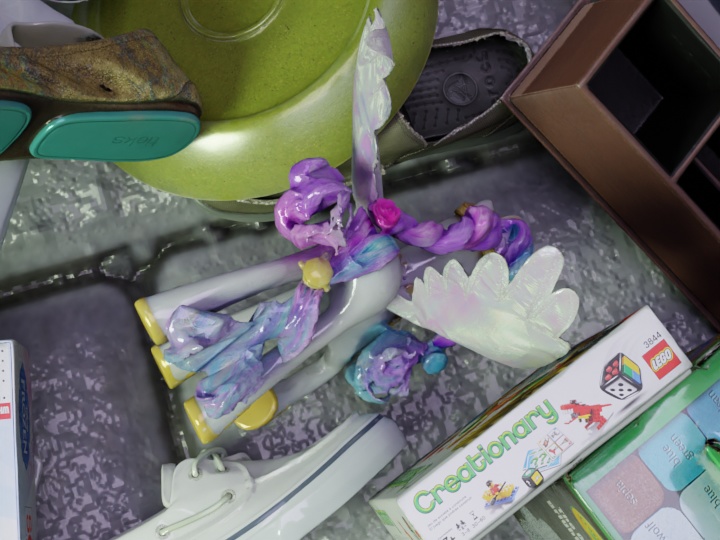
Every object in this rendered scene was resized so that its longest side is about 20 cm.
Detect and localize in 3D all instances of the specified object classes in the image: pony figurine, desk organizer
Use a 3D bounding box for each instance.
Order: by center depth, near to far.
[{"bbox_3d":[0.000,0.000,0.705,0.198,0.193,0.168,-27,78,-10],"label":"pony figurine"},{"bbox_3d":[0.170,-0.043,0.758,0.200,0.077,0.072,44,77,-16],"label":"desk organizer"}]

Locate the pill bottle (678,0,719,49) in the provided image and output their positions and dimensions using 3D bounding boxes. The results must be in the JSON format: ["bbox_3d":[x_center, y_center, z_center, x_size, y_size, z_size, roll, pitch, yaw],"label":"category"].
[{"bbox_3d":[0.191,-0.155,0.793,0.119,0.120,0.201,-35,84,-11],"label":"pill bottle"}]

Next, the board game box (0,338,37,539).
[{"bbox_3d":[-0.246,0.140,0.702,0.197,0.041,0.202,-4,79,-1],"label":"board game box"}]

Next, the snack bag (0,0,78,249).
[{"bbox_3d":[-0.212,-0.077,0.650,0.199,0.021,0.191,36,55,-40],"label":"snack bag"}]

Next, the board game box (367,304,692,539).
[{"bbox_3d":[0.067,0.077,0.688,0.126,0.200,0.035,-37,85,-8],"label":"board game box"}]

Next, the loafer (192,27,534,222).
[{"bbox_3d":[0.002,-0.084,0.786,0.198,0.070,0.076,-21,81,-9],"label":"loafer"}]

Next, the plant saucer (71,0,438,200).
[{"bbox_3d":[-0.060,-0.133,0.774,0.197,0.031,0.202,-5,66,12],"label":"plant saucer"}]

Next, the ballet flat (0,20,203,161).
[{"bbox_3d":[-0.153,-0.078,0.664,0.199,0.070,0.071,-9,76,-49],"label":"ballet flat"}]

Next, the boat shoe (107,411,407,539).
[{"bbox_3d":[-0.072,0.117,0.735,0.199,0.074,0.067,-35,85,-11],"label":"boat shoe"}]

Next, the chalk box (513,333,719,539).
[{"bbox_3d":[0.162,0.107,0.695,0.123,0.200,0.125,-36,84,-11],"label":"chalk box"}]

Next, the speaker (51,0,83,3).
[{"bbox_3d":[-0.112,-0.225,0.767,0.081,0.081,0.201,30,57,1],"label":"speaker"}]

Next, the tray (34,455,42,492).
[{"bbox_3d":[-0.261,0.116,0.745,0.198,0.022,0.109,16,77,-2],"label":"tray"}]
